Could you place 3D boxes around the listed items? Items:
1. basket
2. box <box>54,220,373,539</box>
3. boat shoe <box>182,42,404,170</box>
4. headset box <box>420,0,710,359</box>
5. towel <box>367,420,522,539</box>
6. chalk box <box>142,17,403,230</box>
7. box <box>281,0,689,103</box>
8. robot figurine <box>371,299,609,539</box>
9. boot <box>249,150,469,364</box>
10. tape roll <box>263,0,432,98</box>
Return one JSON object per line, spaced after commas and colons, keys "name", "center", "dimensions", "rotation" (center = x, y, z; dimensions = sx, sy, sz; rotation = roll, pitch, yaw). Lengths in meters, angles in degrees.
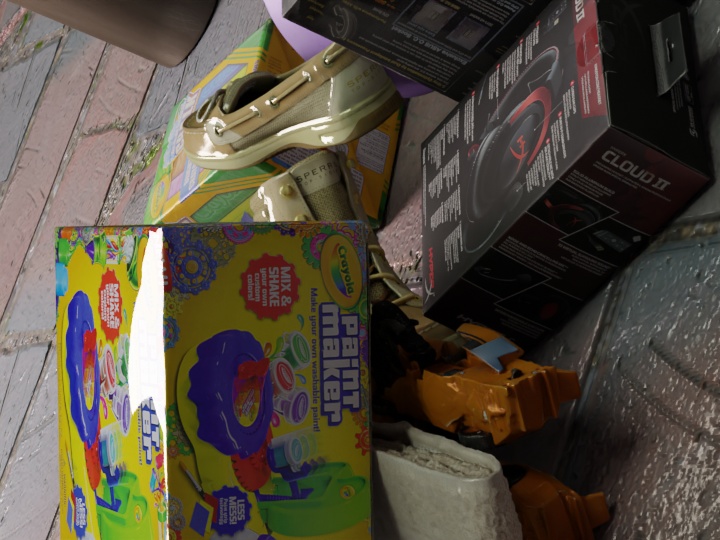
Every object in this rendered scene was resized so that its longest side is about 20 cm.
{"name": "basket", "center": [-0.244, -0.284, 2.153], "dimensions": [0.137, 0.199, 0.180], "rotation": [-61, 22, 11]}
{"name": "box", "center": [-0.084, 0.074, 1.257], "dimensions": [0.192, 0.121, 0.202], "rotation": [180, 88, -65]}
{"name": "boat shoe", "center": [-0.055, -0.112, 1.468], "dimensions": [0.073, 0.063, 0.200], "rotation": [-41, 21, -30]}
{"name": "headset box", "center": [0.119, -0.070, 1.303], "dimensions": [0.200, 0.075, 0.149], "rotation": [-47, 29, 37]}
{"name": "towel", "center": [0.044, 0.151, 1.208], "dimensions": [0.200, 0.034, 0.134], "rotation": [12, 122, 65]}
{"name": "chalk box", "center": [-0.076, -0.069, 1.668], "dimensions": [0.200, 0.124, 0.125], "rotation": [-37, 35, 50]}
{"name": "box", "center": [0.076, -0.173, 1.341], "dimensions": [0.158, 0.199, 0.050], "rotation": [-45, 33, 40]}
{"name": "robot figurine", "center": [0.057, 0.089, 1.245], "dimensions": [0.200, 0.058, 0.146], "rotation": [16, 122, 64]}
{"name": "boot", "center": [0.000, 0.000, 1.408], "dimensions": [0.200, 0.072, 0.157], "rotation": [-19, 89, 66]}
{"name": "tape roll", "center": [0.033, -0.219, 1.482], "dimensions": [0.085, 0.199, 0.202], "rotation": [-12, 56, 62]}
